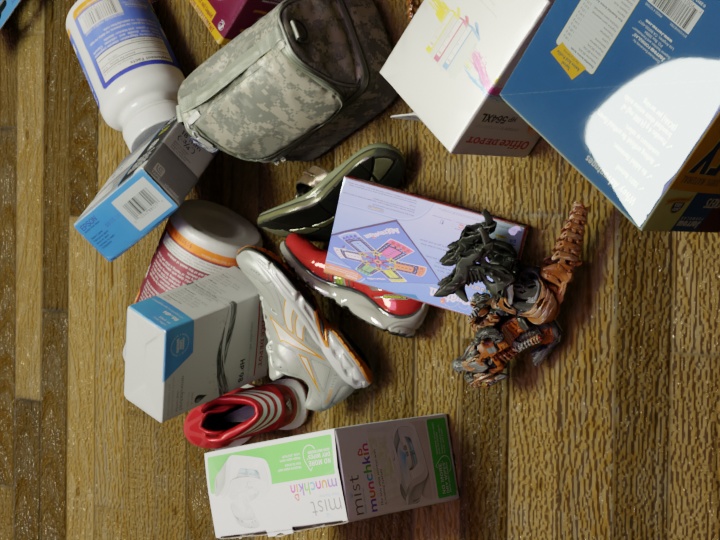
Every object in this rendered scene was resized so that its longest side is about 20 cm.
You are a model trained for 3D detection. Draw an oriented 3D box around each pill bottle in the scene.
[{"bbox_3d":[-0.201,0.029,1.743,0.114,0.114,0.201,41,117,35],"label":"pill bottle"},{"bbox_3d":[-0.276,-0.240,1.814,0.112,0.111,0.201,-42,64,35],"label":"pill bottle"}]

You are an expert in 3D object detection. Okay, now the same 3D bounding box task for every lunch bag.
[{"bbox_3d":[-0.083,-0.205,1.594,0.199,0.167,0.141,-30,70,39],"label":"lunch bag"}]

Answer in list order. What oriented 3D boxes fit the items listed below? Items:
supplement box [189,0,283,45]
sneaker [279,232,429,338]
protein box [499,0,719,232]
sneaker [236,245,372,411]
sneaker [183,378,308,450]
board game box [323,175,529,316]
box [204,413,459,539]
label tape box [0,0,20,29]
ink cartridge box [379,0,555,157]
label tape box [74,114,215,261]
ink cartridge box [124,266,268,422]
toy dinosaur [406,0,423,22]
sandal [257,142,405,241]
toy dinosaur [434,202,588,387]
[{"bbox_3d":[-0.107,-0.360,1.671,0.201,0.085,0.111,-54,56,29],"label":"supplement box"},{"bbox_3d":[0.000,0.000,1.596,0.199,0.077,0.086,30,93,33],"label":"sneaker"},{"bbox_3d":[0.266,-0.172,1.288,0.199,0.134,0.201,48,121,32],"label":"protein box"},{"bbox_3d":[-0.079,0.066,1.595,0.092,0.076,0.201,-39,91,7],"label":"sneaker"},{"bbox_3d":[-0.163,0.165,1.707,0.199,0.115,0.079,-24,74,41],"label":"sneaker"},{"bbox_3d":[0.065,-0.021,1.506,0.198,0.019,0.104,17,101,18],"label":"board game box"},{"bbox_3d":[-0.031,0.215,1.543,0.199,0.175,0.098,-15,80,43],"label":"box"},{"bbox_3d":[-0.501,-0.410,2.057,0.144,0.063,0.201,-43,62,34],"label":"label tape box"},{"bbox_3d":[0.127,-0.205,1.424,0.126,0.128,0.201,51,123,30],"label":"ink cartridge box"},{"bbox_3d":[-0.226,-0.119,1.704,0.063,0.201,0.144,44,131,-15],"label":"label tape box"},{"bbox_3d":[-0.162,0.073,1.639,0.066,0.199,0.117,27,124,35],"label":"ink cartridge box"},{"bbox_3d":[0.077,-0.359,1.512,0.135,0.101,0.202,13,114,65],"label":"toy dinosaur"},{"bbox_3d":[-0.029,-0.089,1.618,0.200,0.079,0.058,-31,51,33],"label":"sandal"},{"bbox_3d":[0.147,0.017,1.429,0.135,0.102,0.201,34,91,-7],"label":"toy dinosaur"}]
